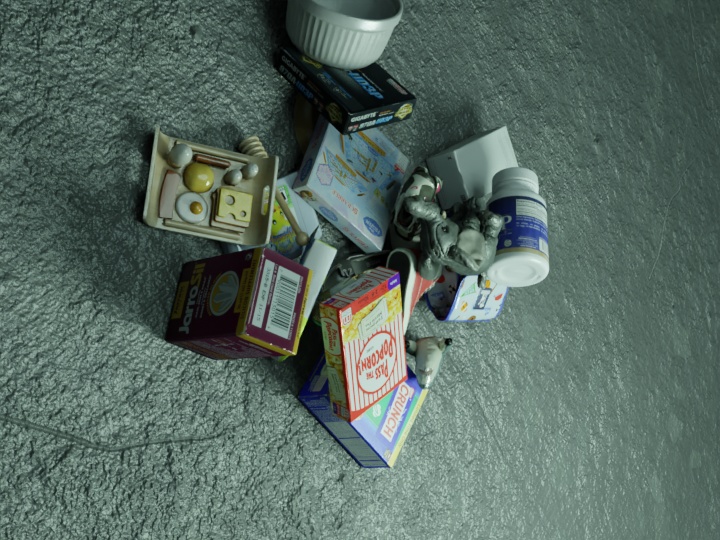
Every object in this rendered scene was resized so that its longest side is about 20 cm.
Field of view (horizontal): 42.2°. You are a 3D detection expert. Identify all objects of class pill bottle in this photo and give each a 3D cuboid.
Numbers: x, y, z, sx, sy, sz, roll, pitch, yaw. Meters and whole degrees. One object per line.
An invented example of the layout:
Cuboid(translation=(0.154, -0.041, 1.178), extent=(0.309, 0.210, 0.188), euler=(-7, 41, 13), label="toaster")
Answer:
Cuboid(translation=(0.291, -0.084, 1.748), extent=(0.119, 0.119, 0.203), euler=(28, 54, -39), label="pill bottle")

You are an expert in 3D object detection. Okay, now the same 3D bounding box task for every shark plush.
Cuboid(translation=(0.119, 0.164, 1.703), extent=(0.089, 0.200, 0.085), euler=(-4, 89, -1), label="shark plush")

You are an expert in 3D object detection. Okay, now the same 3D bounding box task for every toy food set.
Cuboid(translation=(-0.223, -0.126, 1.405), extent=(0.197, 0.060, 0.146), euler=(11, 75, -24), label="toy food set")

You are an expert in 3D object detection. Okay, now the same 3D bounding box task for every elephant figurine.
Cuboid(translation=(0.149, -0.046, 1.608), extent=(0.155, 0.142, 0.199), euler=(43, 34, 18), label="elephant figurine")

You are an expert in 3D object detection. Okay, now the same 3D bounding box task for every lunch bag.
Cuboid(translation=(0.202, -0.003, 1.799), extent=(0.168, 0.123, 0.204), euler=(3, 82, -45), label="lunch bag")

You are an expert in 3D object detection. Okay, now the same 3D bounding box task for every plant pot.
Cuboid(translation=(-0.036, -0.257, 1.669), extent=(0.198, 0.027, 0.204), euler=(10, 76, -44), label="plant pot")

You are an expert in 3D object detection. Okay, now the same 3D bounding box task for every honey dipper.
Cuboid(translation=(-0.135, -0.123, 1.481), extent=(0.038, 0.038, 0.202), euler=(-11, 66, -45), label="honey dipper")

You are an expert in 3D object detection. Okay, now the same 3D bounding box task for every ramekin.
Cuboid(translation=(-0.035, -0.430, 1.586), extent=(0.197, 0.106, 0.202), euler=(12, 40, -10), label="ramekin")

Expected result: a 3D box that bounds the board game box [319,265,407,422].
Cuboid(translation=(0.007, 0.116, 1.490), extent=(0.151, 0.046, 0.203), euler=(-32, 126, -42), label="board game box")

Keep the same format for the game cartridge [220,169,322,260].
Cuboid(translation=(-0.147, -0.074, 1.523), extent=(0.199, 0.040, 0.135), euler=(-29, 108, -44), label="game cartridge")

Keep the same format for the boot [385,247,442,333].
Cuboid(translation=(0.090, 0.056, 1.691), extent=(0.143, 0.072, 0.203), euler=(-5, 114, -57), label="boot")

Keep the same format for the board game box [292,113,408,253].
Cuboid(translation=(-0.012, -0.168, 1.627), extent=(0.200, 0.041, 0.202), euler=(40, 55, -34), label="board game box")

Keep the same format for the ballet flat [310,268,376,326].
Cuboid(translation=(-0.014, 0.035, 1.530), extent=(0.070, 0.066, 0.199), euler=(37, 28, 14), label="ballet flat")

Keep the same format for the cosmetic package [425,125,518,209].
Cuboid(translation=(0.231, -0.210, 1.895), extent=(0.199, 0.080, 0.115), euler=(-27, 103, -43), label="cosmetic package")

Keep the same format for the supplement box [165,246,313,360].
Cuboid(translation=(-0.177, 0.051, 1.355), extent=(0.102, 0.198, 0.133), euler=(25, 66, -39), label="supplement box")

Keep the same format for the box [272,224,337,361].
Cuboid(translation=(-0.095, 0.038, 1.471), extent=(0.047, 0.122, 0.202), euler=(25, 74, -7), label="box")

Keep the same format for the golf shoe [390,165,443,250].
Cuboid(translation=(0.082, -0.092, 1.672), extent=(0.088, 0.076, 0.202), euler=(-47, 158, -44), label="golf shoe")

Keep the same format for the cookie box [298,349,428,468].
Cuboid(translation=(0.009, 0.212, 1.606), extent=(0.201, 0.074, 0.172), euler=(50, 52, -28), label="cookie box")

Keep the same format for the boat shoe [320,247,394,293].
Cuboid(translation=(0.000, 0.000, 1.643), extent=(0.199, 0.056, 0.068), euler=(-23, 100, -45), label="boat shoe")

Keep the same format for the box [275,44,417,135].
Cuboid(translation=(-0.025, -0.316, 1.581), extent=(0.157, 0.046, 0.200), euler=(-19, 54, -38), label="box")
